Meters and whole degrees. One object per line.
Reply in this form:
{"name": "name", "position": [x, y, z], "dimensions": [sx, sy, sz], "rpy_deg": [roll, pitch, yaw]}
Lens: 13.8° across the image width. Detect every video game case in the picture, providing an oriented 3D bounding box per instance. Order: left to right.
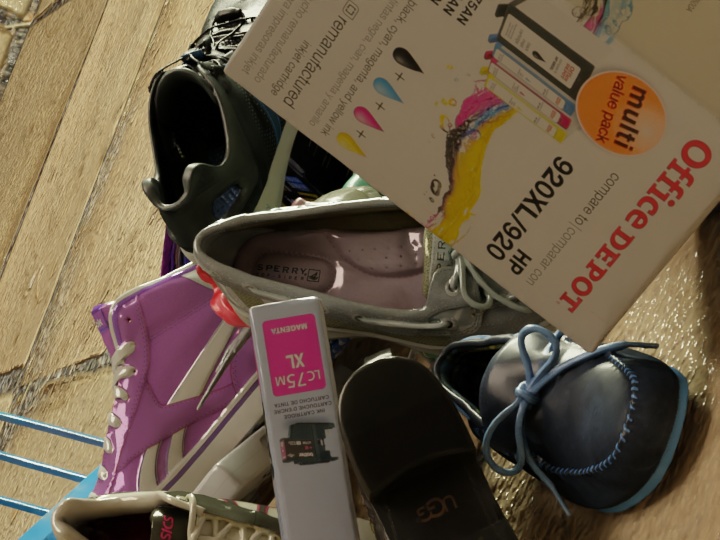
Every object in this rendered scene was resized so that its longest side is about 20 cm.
{"name": "video game case", "position": [-0.090, 0.153, 1.663], "dimensions": [0.200, 0.023, 0.182], "rpy_deg": [-52, -7, 26]}

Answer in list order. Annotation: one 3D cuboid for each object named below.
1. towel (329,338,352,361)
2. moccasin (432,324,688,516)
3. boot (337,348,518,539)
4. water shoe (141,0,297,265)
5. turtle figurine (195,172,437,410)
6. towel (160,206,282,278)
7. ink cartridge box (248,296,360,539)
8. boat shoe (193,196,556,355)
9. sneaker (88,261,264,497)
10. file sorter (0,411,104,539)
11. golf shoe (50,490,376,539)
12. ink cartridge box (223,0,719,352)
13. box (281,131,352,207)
{"name": "towel", "position": [-0.015, 0.016, 1.724], "dimensions": [0.145, 0.024, 0.200], "rpy_deg": [-61, 7, -35]}
{"name": "moccasin", "position": [0.080, 0.065, 1.310], "dimensions": [0.081, 0.068, 0.200], "rpy_deg": [-69, 16, -9]}
{"name": "boot", "position": [0.039, 0.124, 1.334], "dimensions": [0.174, 0.069, 0.201], "rpy_deg": [71, -177, -83]}
{"name": "water shoe", "position": [-0.074, -0.097, 1.622], "dimensions": [0.071, 0.079, 0.201], "rpy_deg": [-17, 47, 23]}
{"name": "turtle figurine", "position": [0.000, 0.000, 1.543], "dimensions": [0.200, 0.149, 0.101], "rpy_deg": [-53, -32, -21]}
{"name": "towel", "position": [-0.074, -0.004, 1.774], "dimensions": [0.143, 0.023, 0.201], "rpy_deg": [-8, -75, -61]}
{"name": "ink cartridge box", "position": [-0.018, 0.122, 1.388], "dimensions": [0.119, 0.042, 0.201], "rpy_deg": [87, 172, -79]}
{"name": "boat shoe", "position": [0.018, -0.003, 1.440], "dimensions": [0.201, 0.065, 0.075], "rpy_deg": [1, 71, 25]}
{"name": "sneaker", "position": [-0.122, 0.081, 1.628], "dimensions": [0.201, 0.114, 0.073], "rpy_deg": [-49, -4, -5]}
{"name": "file sorter", "position": [-0.216, 0.182, 1.686], "dimensions": [0.200, 0.122, 0.140], "rpy_deg": [-42, -38, -60]}
{"name": "golf shoe", "position": [-0.062, 0.149, 1.480], "dimensions": [0.199, 0.088, 0.078], "rpy_deg": [1, 69, 27]}
{"name": "ink cartridge box", "position": [0.079, -0.101, 1.249], "dimensions": [0.147, 0.200, 0.145], "rpy_deg": [-53, -1, 44]}
{"name": "box", "position": [-0.013, -0.139, 1.773], "dimensions": [0.160, 0.049, 0.201], "rpy_deg": [43, -118, -59]}
